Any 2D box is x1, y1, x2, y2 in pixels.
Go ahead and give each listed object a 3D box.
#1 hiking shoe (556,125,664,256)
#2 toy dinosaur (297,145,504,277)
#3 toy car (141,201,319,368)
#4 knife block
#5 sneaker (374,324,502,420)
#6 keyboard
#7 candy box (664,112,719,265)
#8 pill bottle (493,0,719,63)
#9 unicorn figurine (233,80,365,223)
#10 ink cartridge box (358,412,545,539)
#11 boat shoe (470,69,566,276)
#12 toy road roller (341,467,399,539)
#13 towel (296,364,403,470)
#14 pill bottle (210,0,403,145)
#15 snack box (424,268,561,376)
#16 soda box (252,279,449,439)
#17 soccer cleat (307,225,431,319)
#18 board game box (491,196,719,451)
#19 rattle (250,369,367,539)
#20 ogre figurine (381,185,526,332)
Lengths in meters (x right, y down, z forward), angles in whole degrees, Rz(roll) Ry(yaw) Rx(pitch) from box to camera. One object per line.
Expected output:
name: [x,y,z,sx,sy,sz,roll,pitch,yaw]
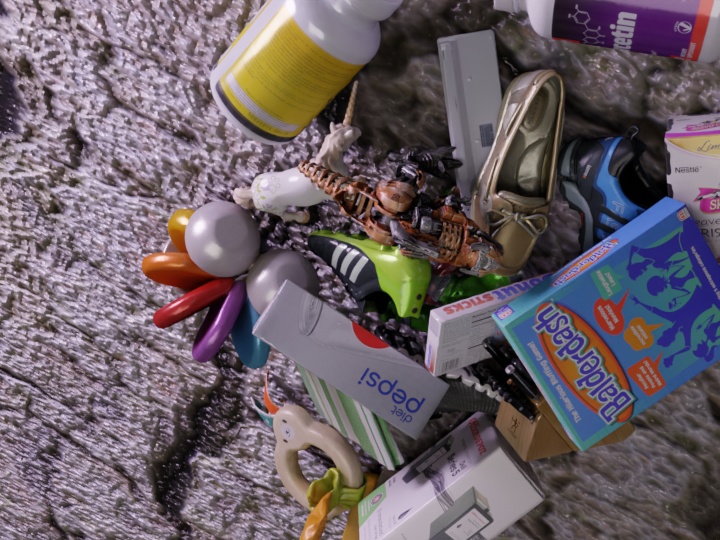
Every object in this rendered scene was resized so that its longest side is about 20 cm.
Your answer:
hiking shoe: [0.260,-0.039,0.958,0.087,0.074,0.200,-5,119,45]
toy dinosaur: [0.043,-0.062,0.918,0.200,0.136,0.102,42,118,-4]
toy car: [-0.154,0.030,1.095,0.200,0.150,0.175,39,154,-10]
knife block: [0.213,0.107,1.013,0.199,0.064,0.176,-5,125,-26]
sneaker: [0.088,0.138,1.119,0.200,0.066,0.091,23,105,-14]
keyboard: [0.117,-0.132,0.965,0.056,0.011,0.201,-10,100,-4]
candy box: [0.366,-0.049,0.930,0.136,0.061,0.201,-2,118,23]
pill bottle: [0.220,-0.247,0.838,0.199,0.113,0.113,12,123,15]
unicorn figurine: [-0.046,-0.096,1.021,0.200,0.137,0.074,-27,70,19]
ink cartridge box: [0.099,0.266,1.125,0.200,0.146,0.084,-39,98,5]
boat shoe: [0.156,-0.091,0.938,0.073,0.063,0.201,13,96,-9]
toy road roller: [0.045,0.363,1.283,0.123,0.146,0.201,16,86,12]
towel: [-0.026,0.139,1.146,0.200,0.023,0.153,23,139,61]
pill bottle: [-0.051,-0.223,0.958,0.112,0.112,0.200,44,125,-8]
snack box: [0.157,0.047,0.999,0.024,0.199,0.072,48,145,44]
soda box: [-0.011,0.090,1.004,0.200,0.063,0.068,34,85,-3]
soccer cleat: [0.000,0.000,1.046,0.200,0.067,0.081,19,101,54]
board game box: [0.246,0.051,0.915,0.200,0.045,0.152,-35,105,1]
rattle: [-0.098,0.236,1.203,0.200,0.143,0.130,54,145,0]
ogre figurine: [0.098,0.014,1.052,0.120,0.098,0.200,38,115,10]
